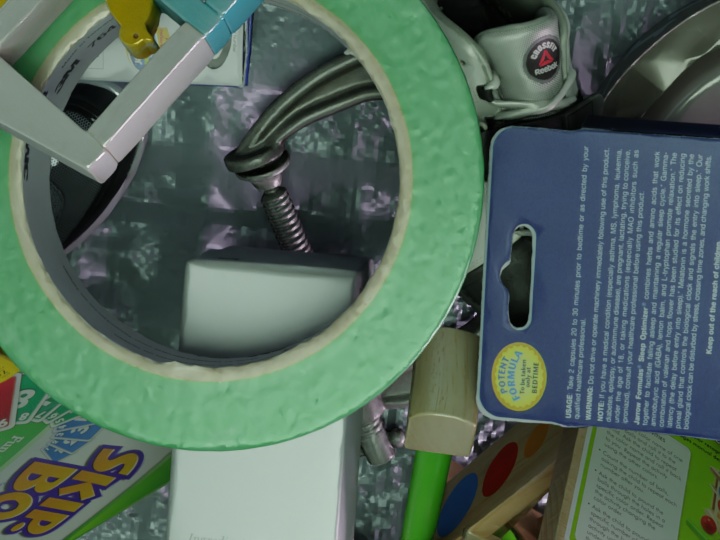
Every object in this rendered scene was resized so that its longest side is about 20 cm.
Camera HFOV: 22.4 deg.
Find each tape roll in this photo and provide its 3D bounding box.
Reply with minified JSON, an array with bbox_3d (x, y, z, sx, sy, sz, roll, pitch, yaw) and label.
[{"bbox_3d":[-0.053,-0.034,0.681,0.200,0.048,0.201,0,91,3],"label":"tape roll"}]

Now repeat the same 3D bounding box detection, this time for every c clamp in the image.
[{"bbox_3d":[0.000,0.000,0.822,0.170,0.027,0.200,-15,112,3],"label":"c clamp"}]

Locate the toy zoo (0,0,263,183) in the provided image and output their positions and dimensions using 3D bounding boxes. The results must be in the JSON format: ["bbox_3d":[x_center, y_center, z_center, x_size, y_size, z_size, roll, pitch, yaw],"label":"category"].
[{"bbox_3d":[-0.095,-0.123,0.646,0.131,0.020,0.200,40,85,14],"label":"toy zoo"}]

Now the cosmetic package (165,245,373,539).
[{"bbox_3d":[-0.038,0.094,0.761,0.071,0.101,0.201,4,94,4],"label":"cosmetic package"}]

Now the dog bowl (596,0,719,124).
[{"bbox_3d":[0.184,-0.035,0.802,0.199,0.059,0.201,-1,111,-2],"label":"dog bowl"}]

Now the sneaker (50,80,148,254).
[{"bbox_3d":[-0.172,-0.004,0.764,0.200,0.114,0.076,-35,109,10],"label":"sneaker"}]

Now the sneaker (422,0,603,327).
[{"bbox_3d":[0.057,-0.061,0.727,0.074,0.088,0.200,-24,87,-22],"label":"sneaker"}]

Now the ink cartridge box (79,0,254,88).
[{"bbox_3d":[-0.110,-0.148,0.733,0.199,0.076,0.137,2,112,-3],"label":"ink cartridge box"}]

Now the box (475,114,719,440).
[{"bbox_3d":[0.147,0.006,0.690,0.199,0.032,0.121,5,106,10],"label":"box"}]

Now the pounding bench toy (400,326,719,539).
[{"bbox_3d":[0.070,0.118,0.797,0.200,0.124,0.156,32,135,-14],"label":"pounding bench toy"}]

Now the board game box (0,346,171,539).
[{"bbox_3d":[-0.145,0.078,0.778,0.095,0.200,0.030,-31,65,9],"label":"board game box"}]
